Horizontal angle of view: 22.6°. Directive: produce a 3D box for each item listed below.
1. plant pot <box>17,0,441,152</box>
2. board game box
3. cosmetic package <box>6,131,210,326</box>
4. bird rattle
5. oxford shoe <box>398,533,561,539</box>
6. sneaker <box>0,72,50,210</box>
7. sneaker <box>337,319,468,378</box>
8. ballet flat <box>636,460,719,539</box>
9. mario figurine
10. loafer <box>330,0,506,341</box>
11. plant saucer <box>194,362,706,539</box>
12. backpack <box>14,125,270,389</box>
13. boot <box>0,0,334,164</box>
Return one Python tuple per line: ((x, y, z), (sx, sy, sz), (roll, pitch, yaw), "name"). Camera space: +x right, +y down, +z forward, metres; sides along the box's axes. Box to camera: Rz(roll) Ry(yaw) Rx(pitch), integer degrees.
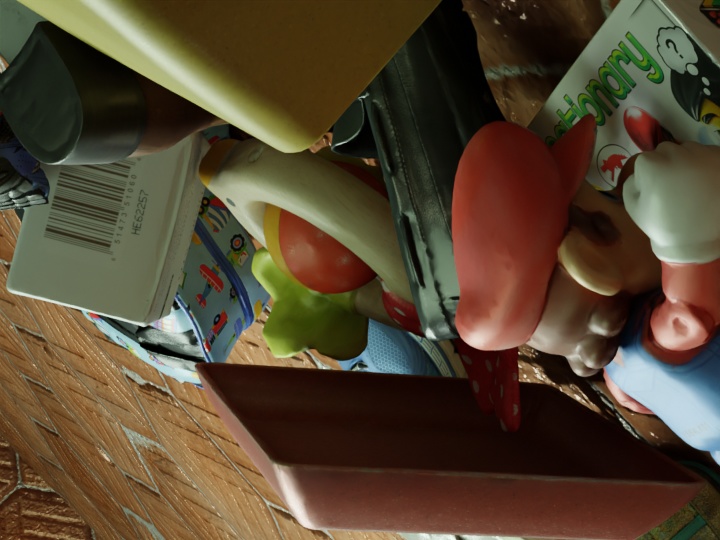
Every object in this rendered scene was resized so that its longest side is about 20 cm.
((-0.056, -0.160, 0.620), (0.200, 0.200, 0.177), (30, 165, 47), "plant pot")
((0.125, -0.031, 0.669), (0.126, 0.035, 0.200), (48, 162, 6), "board game box")
((-0.122, -0.029, 0.915), (0.074, 0.102, 0.200), (15, -179, -1), "cosmetic package")
((0.000, 0.000, 0.865), (0.163, 0.113, 0.200), (41, 174, -34), "bird rattle")
((0.052, 0.125, 0.938), (0.199, 0.075, 0.058), (14, 100, 51), "oxford shoe")
((-0.192, -0.076, 0.810), (0.200, 0.075, 0.079), (-141, 45, -57), "sneaker")
((0.027, 0.089, 1.060), (0.200, 0.089, 0.079), (49, 161, 4), "sneaker")
((0.131, 0.139, 0.950), (0.071, 0.071, 0.200), (50, 163, -1), "ballet flat")
((0.121, 0.010, 0.625), (0.200, 0.106, 0.124), (38, 125, 0), "mario figurine")
((0.016, -0.069, 0.714), (0.068, 0.070, 0.202), (17, -131, -66), "loafer")
((0.032, 0.086, 0.855), (0.200, 0.198, 0.037), (-148, 63, -72), "plant saucer")
((-0.131, -0.033, 1.120), (0.200, 0.134, 0.183), (40, 160, 30), "backpack")
((-0.094, -0.139, 0.794), (0.068, 0.199, 0.189), (-44, 73, 35), "boot")
